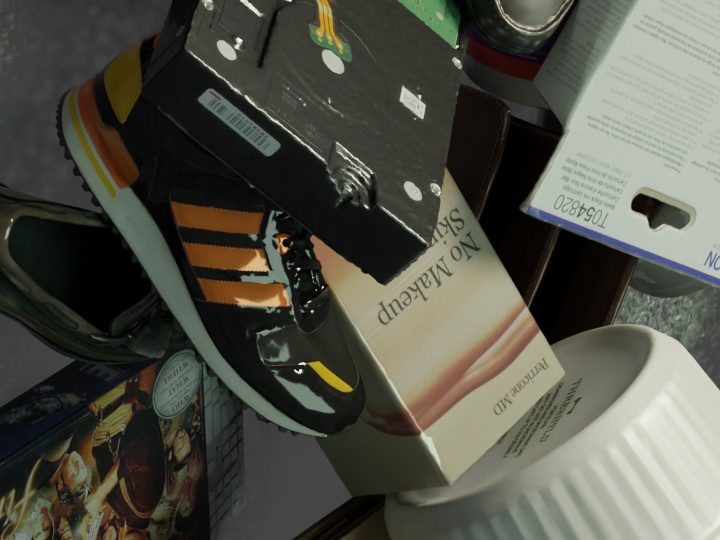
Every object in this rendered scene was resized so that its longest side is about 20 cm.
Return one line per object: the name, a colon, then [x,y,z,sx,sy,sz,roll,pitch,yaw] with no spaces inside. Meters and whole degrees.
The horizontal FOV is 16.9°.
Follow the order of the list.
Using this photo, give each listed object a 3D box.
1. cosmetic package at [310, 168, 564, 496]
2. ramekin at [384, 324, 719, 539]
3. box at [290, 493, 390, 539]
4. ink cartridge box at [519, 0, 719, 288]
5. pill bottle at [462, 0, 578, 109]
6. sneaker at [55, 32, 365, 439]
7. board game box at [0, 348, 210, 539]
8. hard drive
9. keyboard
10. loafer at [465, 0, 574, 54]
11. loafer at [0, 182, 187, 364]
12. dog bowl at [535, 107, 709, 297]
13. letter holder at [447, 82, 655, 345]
cosmetic package: [0.000,0.000,1.189,0.103,0.087,0.201,-42,108,-33]
ramekin: [0.102,0.109,1.208,0.202,0.202,0.095,-41,105,-34]
box: [-0.040,0.230,1.233,0.163,0.021,0.202,-31,132,-49]
ink cartridge box: [0.176,-0.101,1.215,0.199,0.041,0.201,19,104,-47]
pill bottle: [0.115,-0.194,1.296,0.112,0.112,0.202,-25,129,-46]
sneaker: [-0.047,-0.018,1.083,0.090,0.201,0.070,-33,-172,25]
board game box: [-0.153,0.123,1.178,0.200,0.034,0.136,-34,136,-40]
hard drive: [-0.019,-0.099,1.078,0.139,0.038,0.201,38,34,-19]
keyboard: [-0.076,0.057,1.257,0.056,0.011,0.201,-56,151,-52]
loafer: [0.100,-0.202,1.159,0.072,0.072,0.202,19,77,-19]
loafer: [-0.121,0.005,1.102,0.199,0.063,0.072,20,82,-51]
dog bowl: [0.172,-0.089,1.384,0.058,0.200,0.201,17,96,-31]
letter holder: [0.055,0.012,1.311,0.100,0.142,0.201,28,87,-58]
